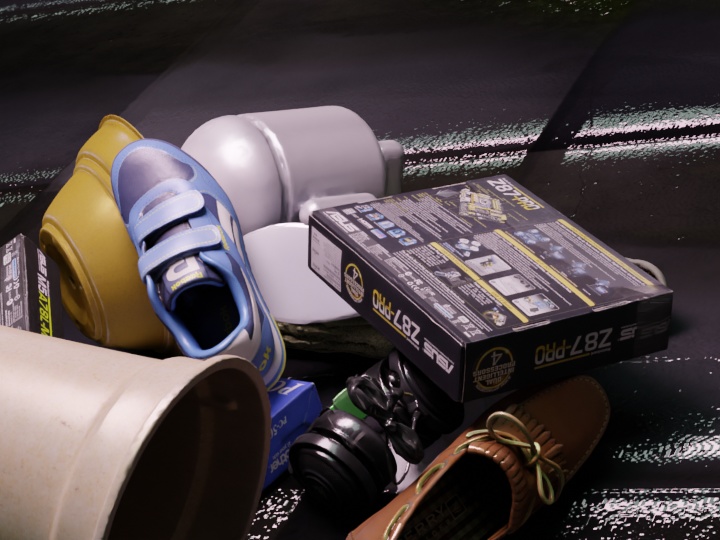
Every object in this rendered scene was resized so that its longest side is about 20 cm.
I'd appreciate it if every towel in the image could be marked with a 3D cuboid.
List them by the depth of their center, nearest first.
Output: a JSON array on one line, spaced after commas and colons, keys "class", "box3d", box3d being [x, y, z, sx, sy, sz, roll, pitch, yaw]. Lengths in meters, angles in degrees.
[{"class": "towel", "box3d": [-0.017, 0.017, 1.673, 0.199, 0.037, 0.148, 2, 30, 35]}]

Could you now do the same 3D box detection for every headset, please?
[{"class": "headset", "box3d": [0.004, 0.091, 1.401, 0.123, 0.094, 0.200, -43, 12, -5]}]

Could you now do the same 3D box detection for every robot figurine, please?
[{"class": "robot figurine", "box3d": [-0.059, -0.063, 1.650, 0.199, 0.114, 0.169, -8, 18, -38]}]

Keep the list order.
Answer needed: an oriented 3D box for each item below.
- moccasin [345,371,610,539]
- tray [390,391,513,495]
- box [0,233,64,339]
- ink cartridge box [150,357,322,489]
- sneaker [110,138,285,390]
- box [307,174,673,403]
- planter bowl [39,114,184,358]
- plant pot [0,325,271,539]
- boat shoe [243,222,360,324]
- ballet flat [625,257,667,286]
[{"class": "moccasin", "box3d": [0.078, 0.126, 1.325, 0.201, 0.074, 0.078, -29, 3, -27]}, {"class": "tray", "box3d": [0.068, 0.092, 1.482, 0.106, 0.022, 0.200, -16, 25, 3]}, {"class": "box", "box3d": [-0.291, 0.095, 1.538, 0.193, 0.047, 0.201, -37, 35, 16]}, {"class": "ink cartridge box", "box3d": [-0.127, 0.108, 1.538, 0.199, 0.045, 0.094, 7, 34, 41]}, {"class": "sneaker", "box3d": [-0.115, -0.009, 1.492, 0.074, 0.201, 0.082, -33, -19, 8]}, {"class": "box", "box3d": [0.080, 0.005, 1.421, 0.160, 0.049, 0.200, -14, 31, -27]}, {"class": "planter bowl", "box3d": [-0.181, -0.007, 1.621, 0.083, 0.202, 0.200, -25, 26, -20]}, {"class": "plant pot", "box3d": [-0.180, 0.117, 1.305, 0.182, 0.202, 0.200, 19, 38, 21]}, {"class": "boat shoe", "box3d": [0.000, 0.000, 1.571, 0.198, 0.072, 0.068, -6, -5, 5]}, {"class": "ballet flat", "box3d": [0.117, 0.021, 1.497, 0.198, 0.068, 0.064, -8, 2, -19]}]
